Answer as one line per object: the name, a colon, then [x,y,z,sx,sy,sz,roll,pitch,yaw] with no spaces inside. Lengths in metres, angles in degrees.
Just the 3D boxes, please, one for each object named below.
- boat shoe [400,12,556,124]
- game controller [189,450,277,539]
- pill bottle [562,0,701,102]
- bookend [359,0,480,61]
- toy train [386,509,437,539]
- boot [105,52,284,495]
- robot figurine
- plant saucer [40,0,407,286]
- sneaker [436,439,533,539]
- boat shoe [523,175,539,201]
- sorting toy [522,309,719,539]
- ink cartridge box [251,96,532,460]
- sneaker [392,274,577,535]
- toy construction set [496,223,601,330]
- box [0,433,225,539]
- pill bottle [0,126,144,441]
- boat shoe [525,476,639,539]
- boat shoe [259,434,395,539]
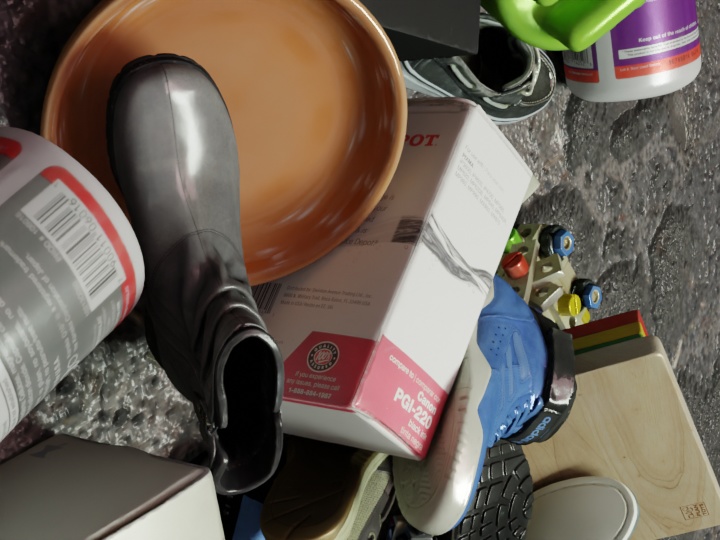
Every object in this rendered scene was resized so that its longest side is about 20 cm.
boat shoe: [0.097,-0.146,0.975,0.199,0.070,0.073,0,94,-51]
game controller: [-0.055,0.189,0.848,0.200,0.042,0.105,39,64,-46]
pill bottle: [0.210,-0.244,1.071,0.112,0.112,0.202,-30,117,-45]
bookend: [-0.015,-0.243,0.811,0.199,0.092,0.201,3,90,-50]
toy train: [0.031,0.188,0.903,0.034,0.046,0.201,-2,132,-14]
boot: [-0.073,0.002,0.669,0.069,0.132,0.201,-17,124,-15]
robot figurine: [0.122,-0.227,0.919,0.116,0.200,0.175,-41,123,9]
plant saucer: [-0.074,-0.080,0.724,0.198,0.038,0.202,-9,127,-12]
sneaker: [0.065,0.201,0.948,0.075,0.087,0.202,-9,108,-41]
boat shoe: [0.048,-0.039,0.934,0.199,0.074,0.066,-36,93,-33]
sorting toy: [0.148,0.126,0.989,0.070,0.197,0.201,-88,155,-47]
ink cartridge box: [0.000,0.000,0.812,0.085,0.145,0.201,40,64,-43]
sneaker: [0.086,0.090,0.829,0.111,0.077,0.201,32,40,-21]
toy construction set: [0.138,0.041,1.040,0.132,0.091,0.201,-57,144,-30]
box: [-0.136,0.202,0.682,0.109,0.127,0.202,-27,114,-45]
pill bottle: [-0.200,0.035,0.597,0.200,0.113,0.115,-48,128,-36]
boat shoe: [0.136,0.216,0.991,0.062,0.200,0.073,9,44,-48]
boat shoe: [-0.015,0.139,0.847,0.200,0.073,0.065,-49,140,-62]
